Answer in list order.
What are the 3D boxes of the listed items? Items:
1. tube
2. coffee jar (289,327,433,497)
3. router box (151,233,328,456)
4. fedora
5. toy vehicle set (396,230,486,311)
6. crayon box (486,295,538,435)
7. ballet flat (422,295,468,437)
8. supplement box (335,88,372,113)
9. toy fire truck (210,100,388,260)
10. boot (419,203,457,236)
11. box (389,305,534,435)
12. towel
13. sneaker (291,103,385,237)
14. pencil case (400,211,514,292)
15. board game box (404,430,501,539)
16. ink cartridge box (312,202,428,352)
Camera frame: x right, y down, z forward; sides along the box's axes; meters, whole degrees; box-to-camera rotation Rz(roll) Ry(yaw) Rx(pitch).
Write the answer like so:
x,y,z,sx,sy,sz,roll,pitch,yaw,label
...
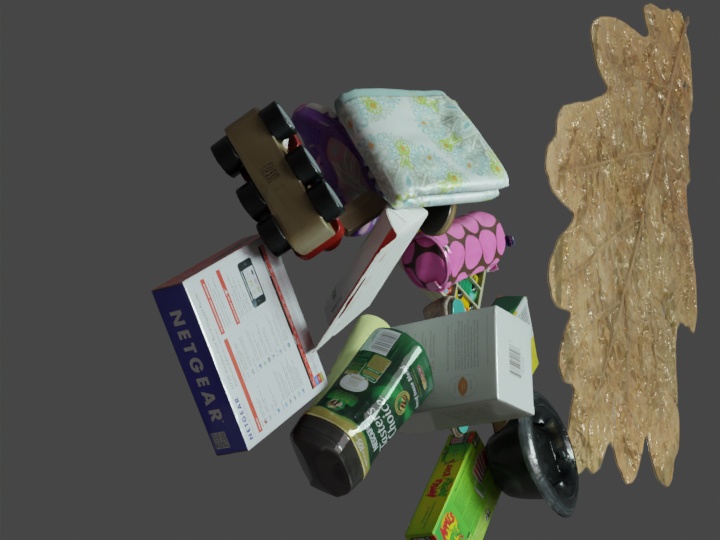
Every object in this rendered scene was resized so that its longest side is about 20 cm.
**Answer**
x,y,z,sx,sy,sz,roll,pitch,yaw,label
-0.017,0.145,1.529,0.058,0.052,0.201,29,53,0,tube
0.002,0.168,1.453,0.200,0.085,0.105,-48,138,-32,coffee jar
-0.131,0.078,1.380,0.179,0.049,0.201,-33,106,-55,router box
0.237,0.269,1.736,0.201,0.091,0.202,47,33,-43,fedora
0.120,-0.013,1.806,0.200,0.026,0.125,46,44,-38,toy vehicle set
0.206,0.140,1.835,0.200,0.050,0.128,-48,132,-52,crayon box
0.115,0.136,1.707,0.068,0.067,0.201,31,55,-55,ballet flat
0.047,-0.151,1.689,0.200,0.066,0.069,48,40,-24,supplement box
-0.061,-0.100,1.464,0.177,0.128,0.200,58,7,18,toy fire truck
0.118,-0.119,1.650,0.075,0.073,0.201,42,40,-38,boot
0.116,0.134,1.588,0.097,0.199,0.125,27,57,-49,box
0.079,-0.159,1.554,0.199,0.048,0.172,-8,55,-39,towel
-0.030,-0.124,1.588,0.089,0.080,0.201,-47,114,-25,sneaker
0.137,-0.025,1.735,0.200,0.090,0.094,-20,102,-54,pencil case
0.133,0.328,1.683,0.102,0.047,0.200,60,36,-23,board game box
0.000,0.000,1.485,0.050,0.161,0.200,37,24,9,ink cartridge box
